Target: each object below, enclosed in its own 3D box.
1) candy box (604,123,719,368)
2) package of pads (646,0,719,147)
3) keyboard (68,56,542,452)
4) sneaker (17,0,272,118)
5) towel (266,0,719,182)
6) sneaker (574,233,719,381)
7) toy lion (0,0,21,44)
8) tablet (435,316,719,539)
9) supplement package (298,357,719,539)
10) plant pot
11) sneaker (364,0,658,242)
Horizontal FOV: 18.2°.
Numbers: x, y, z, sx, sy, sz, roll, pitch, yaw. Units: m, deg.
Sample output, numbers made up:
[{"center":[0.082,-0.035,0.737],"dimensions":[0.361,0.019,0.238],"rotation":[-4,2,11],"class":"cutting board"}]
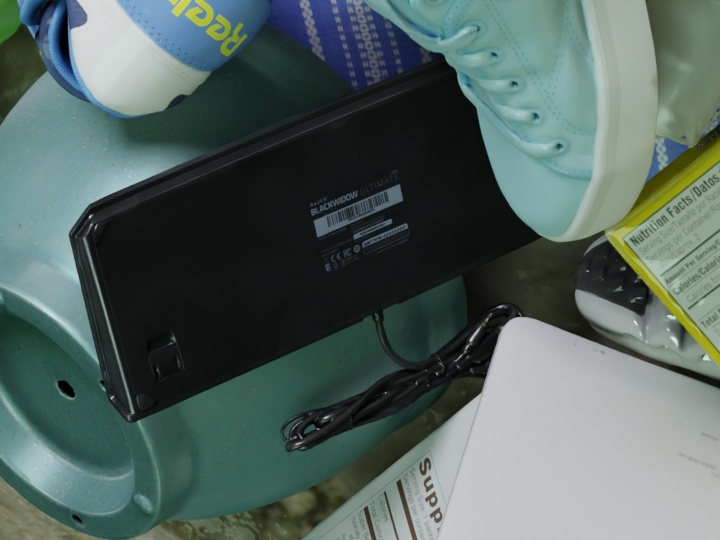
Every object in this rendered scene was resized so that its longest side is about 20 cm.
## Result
[{"center":[0.186,-0.039,0.721],"dimensions":[0.200,0.026,0.102],"rotation":[-39,99,12],"class":"candy box"},{"center":[0.056,-0.146,0.702],"dimensions":[0.200,0.068,0.155],"rotation":[31,102,5],"class":"package of pads"},{"center":[0.000,0.000,0.779],"dimensions":[0.021,0.200,0.127],"rotation":[26,134,56],"class":"keyboard"},{"center":[-0.087,-0.103,0.776],"dimensions":[0.074,0.200,0.082],"rotation":[37,90,-22],"class":"sneaker"},{"center":[0.046,-0.085,0.818],"dimensions":[0.200,0.024,0.145],"rotation":[1,124,26],"class":"towel"},{"center":[0.173,0.031,0.803],"dimensions":[0.199,0.075,0.081],"rotation":[11,140,14],"class":"sneaker"},{"center":[-0.212,-0.102,0.897],"dimensions":[0.191,0.069,0.200],"rotation":[-6,105,24],"class":"toy lion"},{"center":[0.127,0.099,0.755],"dimensions":[0.200,0.130,0.014],"rotation":[20,147,1],"class":"tablet"},{"center":[0.061,0.135,0.863],"dimensions":[0.200,0.121,0.120],"rotation":[-42,54,38],"class":"supplement package"},{"center":[-0.079,0.016,0.848],"dimensions":[0.200,0.134,0.201],"rotation":[26,138,26],"class":"plant pot"},{"center":[0.028,-0.083,0.611],"dimensions":[0.074,0.082,0.200],"rotation":[48,156,48],"class":"sneaker"}]
